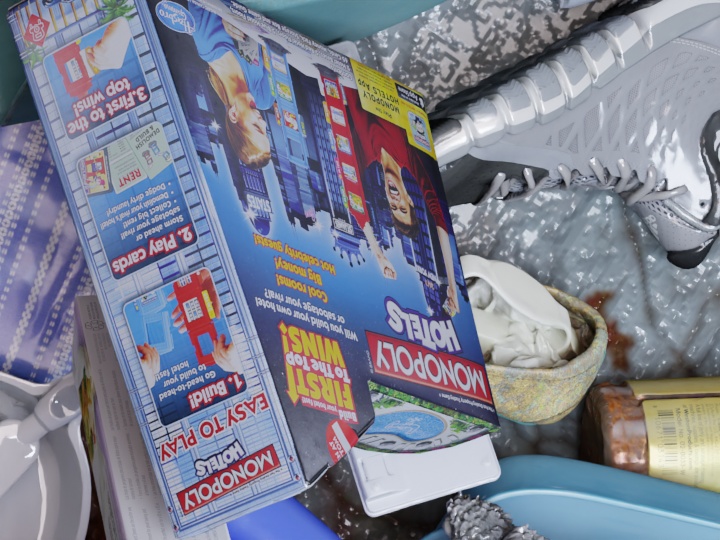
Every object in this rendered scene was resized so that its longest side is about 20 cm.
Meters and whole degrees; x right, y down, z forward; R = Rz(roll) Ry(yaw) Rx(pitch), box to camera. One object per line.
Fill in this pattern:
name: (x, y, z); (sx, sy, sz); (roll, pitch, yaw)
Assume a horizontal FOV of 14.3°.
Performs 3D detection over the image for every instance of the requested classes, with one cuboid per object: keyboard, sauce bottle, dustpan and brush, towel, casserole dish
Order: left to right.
dustpan and brush: (-0.148, 0.074, 1.203); (0.200, 0.057, 0.140); (-43, 101, -8)
towel: (-0.102, -0.014, 1.231); (0.200, 0.024, 0.145); (21, 88, -8)
keyboard: (0.000, 0.000, 1.163); (0.056, 0.011, 0.200); (-14, 70, -11)
casserole dish: (0.109, 0.131, 1.222); (0.200, 0.039, 0.121); (15, 130, -18)
sauce bottle: (0.197, 0.077, 1.254); (0.200, 0.066, 0.066); (-1, 90, -7)

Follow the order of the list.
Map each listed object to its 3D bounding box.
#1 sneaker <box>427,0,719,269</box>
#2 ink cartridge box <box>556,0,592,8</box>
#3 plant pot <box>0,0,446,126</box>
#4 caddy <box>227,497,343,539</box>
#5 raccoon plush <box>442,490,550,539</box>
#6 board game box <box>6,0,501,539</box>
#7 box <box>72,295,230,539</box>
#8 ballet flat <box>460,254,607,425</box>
sneaker: (0.099, -0.040, 1.231); (0.200, 0.075, 0.116); (-30, 98, -13)
ink cartridge box: (0.150, -0.223, 1.243); (0.200, 0.057, 0.163); (-21, 84, -3)
plant pot: (-0.051, -0.153, 1.174); (0.200, 0.141, 0.142); (-7, 81, -17)
caddy: (-0.072, 0.169, 1.157); (0.105, 0.141, 0.200); (43, 128, 0)
raccoon plush: (0.117, 0.124, 1.161); (0.200, 0.097, 0.134); (-34, 118, -17)
board game box: (-0.032, 0.006, 1.069); (0.062, 0.200, 0.200); (-24, 64, 28)
box: (-0.081, 0.073, 1.093); (0.041, 0.200, 0.039); (-3, 119, -12)
ballet flat: (0.017, 0.012, 1.205); (0.200, 0.071, 0.071); (18, 88, -24)
